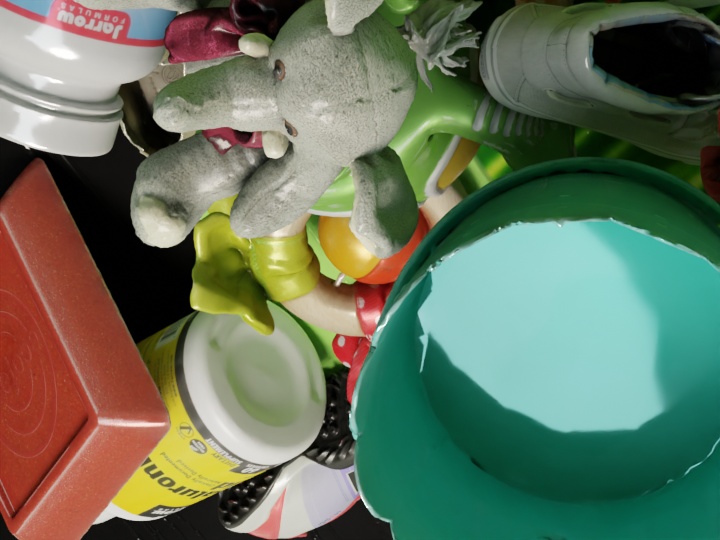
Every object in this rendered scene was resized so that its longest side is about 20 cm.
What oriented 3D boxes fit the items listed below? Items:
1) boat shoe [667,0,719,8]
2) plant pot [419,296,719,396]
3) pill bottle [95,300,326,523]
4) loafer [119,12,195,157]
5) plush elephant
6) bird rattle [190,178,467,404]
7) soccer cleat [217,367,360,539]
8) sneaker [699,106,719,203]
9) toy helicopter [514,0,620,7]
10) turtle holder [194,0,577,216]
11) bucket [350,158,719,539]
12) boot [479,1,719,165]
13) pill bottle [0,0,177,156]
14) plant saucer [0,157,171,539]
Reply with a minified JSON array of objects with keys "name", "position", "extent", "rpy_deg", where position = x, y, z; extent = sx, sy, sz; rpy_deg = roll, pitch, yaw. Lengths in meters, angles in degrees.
[{"name":"boat shoe","position":[0.206,-0.201,0.997],"extent":[0.200,0.071,0.091],"rpy_deg":[-26,116,33]},{"name":"plant pot","position":[0.126,0.082,1.181],"extent":[0.200,0.196,0.201],"rpy_deg":[2,107,7]},{"name":"pill bottle","position":[-0.125,0.099,1.400],"extent":[0.111,0.111,0.200],"rpy_deg":[44,134,-20]},{"name":"loafer","position":[-0.123,-0.143,1.191],"extent":[0.075,0.068,0.200],"rpy_deg":[-5,130,27]},{"name":"plush elephant","position":[-0.035,-0.088,0.975],"extent":[0.199,0.155,0.165],"rpy_deg":[-9,104,-1]},{"name":"bird rattle","position":[0.000,0.000,1.263],"extent":[0.200,0.113,0.163],"rpy_deg":[30,121,-11]},{"name":"soccer cleat","position":[-0.015,0.122,1.421],"extent":[0.073,0.068,0.200],"rpy_deg":[20,139,-32]},{"name":"sneaker","position":[0.208,-0.054,1.048],"extent":[0.085,0.077,0.200],"rpy_deg":[-15,162,11]},{"name":"toy helicopter","position":[0.100,-0.165,1.087],"extent":[0.132,0.079,0.200],"rpy_deg":[1,144,11]},{"name":"turtle holder","position":[0.015,-0.098,1.130],"extent":[0.185,0.141,0.132],"rpy_deg":[-17,160,26]},{"name":"bucket","position":[0.102,0.052,0.995],"extent":[0.207,0.135,0.208],"rpy_deg":[2,106,6]},{"name":"boot","position":[0.162,-0.090,1.047],"extent":[0.200,0.074,0.096],"rpy_deg":[4,-177,-30]},{"name":"pill bottle","position":[-0.138,-0.165,1.088],"extent":[0.109,0.109,0.200],"rpy_deg":[19,106,5]},{"name":"plant saucer","position":[-0.213,0.064,1.371],"extent":[0.200,0.037,0.200],"rpy_deg":[61,139,18]}]
